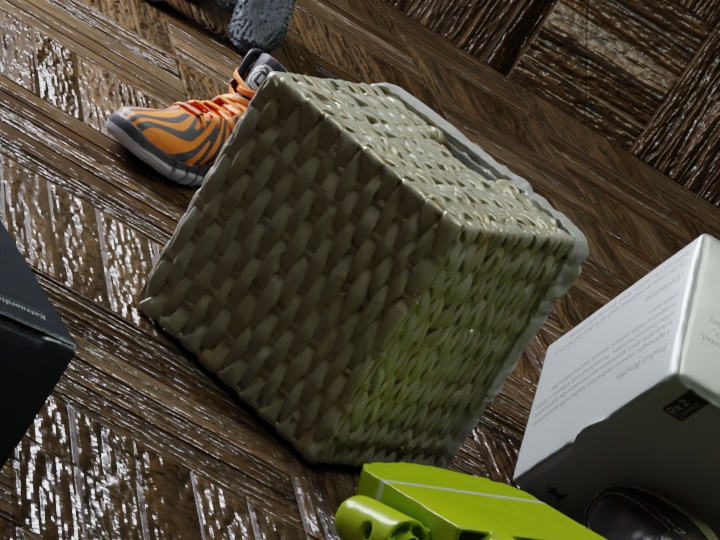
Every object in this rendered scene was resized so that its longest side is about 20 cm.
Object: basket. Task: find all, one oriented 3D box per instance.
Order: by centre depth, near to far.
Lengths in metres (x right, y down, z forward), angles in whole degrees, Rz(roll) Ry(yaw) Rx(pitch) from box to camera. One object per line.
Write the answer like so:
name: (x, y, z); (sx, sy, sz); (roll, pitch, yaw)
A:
basket: (0.000, 0.000, 1.818); (0.198, 0.200, 0.161); (40, 16, 27)

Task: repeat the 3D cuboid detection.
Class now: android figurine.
android figurine: (0.071, 0.157, 1.679); (0.181, 0.041, 0.200); (10, 7, -33)

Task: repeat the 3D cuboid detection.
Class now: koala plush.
koala plush: (-0.142, -0.334, 2.796); (0.177, 0.184, 0.200); (29, 2, -24)

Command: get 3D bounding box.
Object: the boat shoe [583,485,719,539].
boat shoe: (0.213, 0.209, 1.866); (0.200, 0.073, 0.065); (44, 11, 37)

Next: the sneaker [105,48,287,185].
sneaker: (-0.112, -0.125, 2.185); (0.078, 0.112, 0.200); (40, 14, 28)

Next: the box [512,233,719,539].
box: (0.249, 0.109, 1.970); (0.200, 0.199, 0.131); (31, 52, -16)

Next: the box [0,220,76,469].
box: (-0.249, 0.006, 1.381); (0.148, 0.105, 0.200); (26, 16, -33)
